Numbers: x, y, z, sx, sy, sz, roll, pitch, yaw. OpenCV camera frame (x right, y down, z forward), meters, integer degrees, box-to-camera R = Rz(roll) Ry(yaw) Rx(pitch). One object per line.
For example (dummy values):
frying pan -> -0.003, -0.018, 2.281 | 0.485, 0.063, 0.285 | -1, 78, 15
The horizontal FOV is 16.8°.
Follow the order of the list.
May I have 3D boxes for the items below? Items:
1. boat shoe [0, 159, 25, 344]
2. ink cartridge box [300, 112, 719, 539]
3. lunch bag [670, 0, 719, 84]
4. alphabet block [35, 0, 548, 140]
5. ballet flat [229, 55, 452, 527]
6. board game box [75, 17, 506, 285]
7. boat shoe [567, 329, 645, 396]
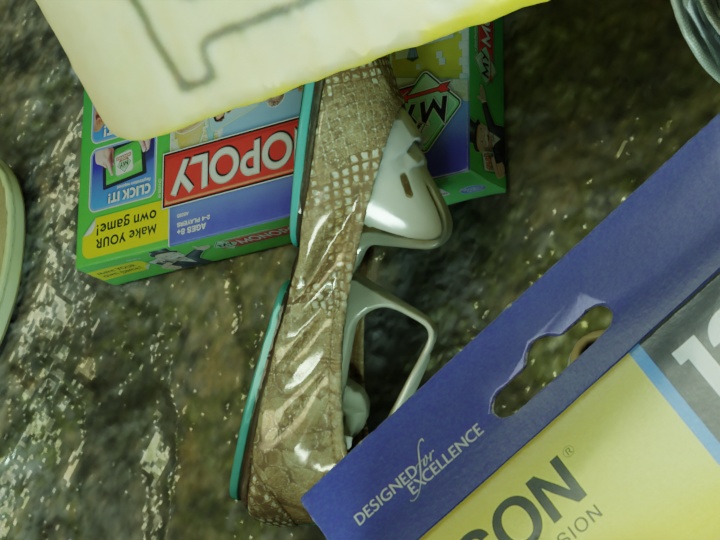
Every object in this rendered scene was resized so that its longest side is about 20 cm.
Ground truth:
boat shoe -> -0.213, 0.037, 1.068 | 0.073, 0.063, 0.201 | 30, 94, 40
ink cartridge box -> 0.094, 0.076, 0.736 | 0.198, 0.047, 0.200 | -43, 62, 9
lunch bag -> 0.180, -0.073, 0.736 | 0.118, 0.164, 0.200 | -51, 51, 10
alphabet block -> -0.030, -0.196, 0.850 | 0.196, 0.200, 0.195 | -17, 29, 19
ballet flat -> 0.000, 0.000, 0.904 | 0.065, 0.071, 0.200 | 11, 101, 7
board game box -> -0.031, -0.078, 0.991 | 0.200, 0.029, 0.135 | -13, 66, 34
boat shoe -> 0.150, 0.074, 0.760 | 0.200, 0.063, 0.073 | 20, 70, 34
